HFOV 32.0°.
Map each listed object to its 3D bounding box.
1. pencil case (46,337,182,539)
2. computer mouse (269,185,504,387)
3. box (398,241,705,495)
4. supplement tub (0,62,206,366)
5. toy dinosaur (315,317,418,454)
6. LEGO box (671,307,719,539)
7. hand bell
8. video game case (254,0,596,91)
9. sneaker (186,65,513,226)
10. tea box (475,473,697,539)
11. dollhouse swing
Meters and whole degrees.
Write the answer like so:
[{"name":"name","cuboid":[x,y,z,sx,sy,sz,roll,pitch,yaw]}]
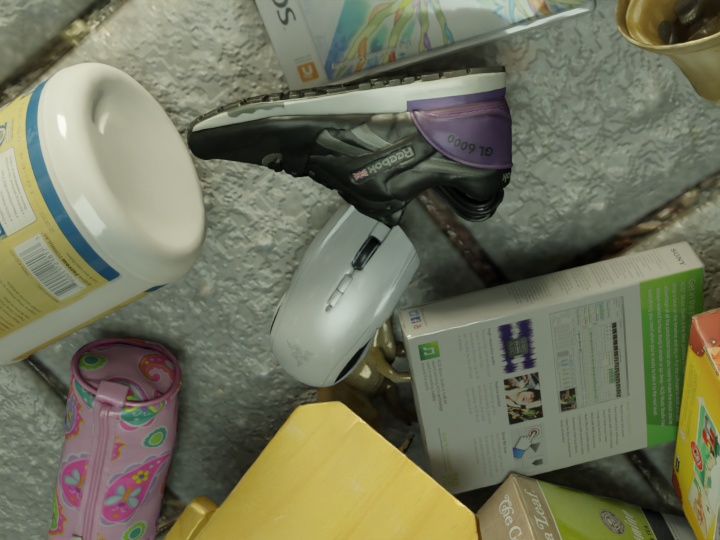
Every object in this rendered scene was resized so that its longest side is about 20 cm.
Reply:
[{"name":"pencil case","cuboid":[-0.186,0.148,0.938,0.086,0.088,0.202,16,121,-2]},{"name":"computer mouse","cuboid":[0.000,0.000,0.821,0.109,0.044,0.201,33,112,5]},{"name":"box","cuboid":[0.132,0.069,0.840,0.197,0.037,0.146,-12,124,-1]},{"name":"supplement tub","cuboid":[-0.213,-0.026,0.802,0.198,0.145,0.146,-25,114,21]},{"name":"toy dinosaur","cuboid":[0.000,0.087,0.903,0.100,0.058,0.202,30,113,7]},{"name":"LEGO box","cuboid":[0.262,0.134,0.784,0.076,0.150,0.201,-15,141,-3]},{"name":"hand bell","cuboid":[0.237,-0.093,0.747,0.103,0.105,0.201,-23,127,20]},{"name":"video game case","cuboid":[0.020,-0.210,0.732,0.197,0.022,0.184,-14,118,16]},{"name":"sneaker","cuboid":[-0.007,-0.067,0.752,0.196,0.076,0.089,-6,100,10]},{"name":"tea box","cuboid":[0.166,0.273,0.862,0.195,0.202,0.134,20,124,-29]},{"name":"dollhouse swing","cuboid":[-0.016,0.226,0.878,0.199,0.176,0.183,36,159,26]}]
